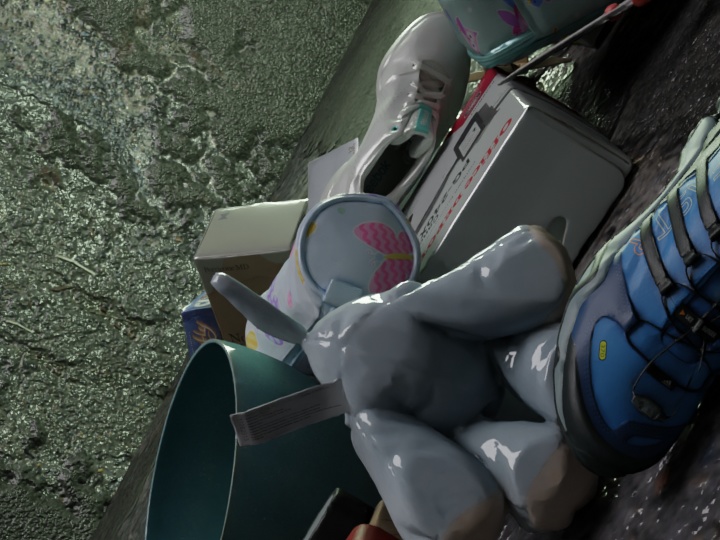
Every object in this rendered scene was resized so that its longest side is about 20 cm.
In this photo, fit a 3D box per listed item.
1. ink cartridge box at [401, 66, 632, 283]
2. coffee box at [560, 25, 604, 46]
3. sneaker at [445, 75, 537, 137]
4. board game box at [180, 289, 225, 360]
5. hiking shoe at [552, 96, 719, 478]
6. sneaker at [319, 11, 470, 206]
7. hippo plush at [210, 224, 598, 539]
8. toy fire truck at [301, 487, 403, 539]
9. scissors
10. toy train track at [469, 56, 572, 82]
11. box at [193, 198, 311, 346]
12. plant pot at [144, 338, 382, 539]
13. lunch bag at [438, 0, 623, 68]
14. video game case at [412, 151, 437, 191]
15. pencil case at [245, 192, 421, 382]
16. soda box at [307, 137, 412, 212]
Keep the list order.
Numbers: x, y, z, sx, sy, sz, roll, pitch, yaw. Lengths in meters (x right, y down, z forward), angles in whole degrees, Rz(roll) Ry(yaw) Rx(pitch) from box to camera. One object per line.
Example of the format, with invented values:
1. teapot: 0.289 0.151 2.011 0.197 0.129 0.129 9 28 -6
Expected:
1. ink cartridge box: 0.100 -0.053 0.961 0.145 0.083 0.200 -58 9 12
2. coffee box: 0.149 -0.329 1.176 0.200 0.200 0.198 -60 9 8
3. sneaker: 0.116 -0.134 1.161 0.082 0.077 0.200 -52 11 9
4. board game box: -0.107 0.109 1.260 0.135 0.035 0.200 -47 -50 -69
5. hiking shoe: 0.148 -0.002 0.587 0.200 0.074 0.087 -62 9 -7
6. sneaker: 0.041 -0.115 1.053 0.200 0.075 0.088 -65 12 -12
7. hippo plush: 0.043 0.077 0.725 0.161 0.200 0.160 70 -170 -75
8. toy fire truck: -0.012 0.233 0.663 0.176 0.129 0.200 -57 0 19
9. scissors: 0.176 -0.176 0.895 0.200 0.014 0.073 -31 10 6
10. toy train track: 0.128 -0.188 1.207 0.200 0.115 0.033 -34 -66 -77
11. box: -0.067 0.042 1.194 0.078 0.095 0.200 -73 -29 -51
12. plant pot: -0.054 0.157 0.921 0.200 0.135 0.200 -167 90 -69
13. lunch bag: 0.158 -0.226 1.014 0.200 0.077 0.160 -30 9 4
14. video game case: 0.041 -0.044 1.273 0.182 0.022 0.200 -79 4 -63
15. pencil case: -0.024 0.020 0.938 0.091 0.083 0.200 -53 -1 -26
16. soda box: 0.000 0.000 1.115 0.068 0.064 0.200 -21 61 45
